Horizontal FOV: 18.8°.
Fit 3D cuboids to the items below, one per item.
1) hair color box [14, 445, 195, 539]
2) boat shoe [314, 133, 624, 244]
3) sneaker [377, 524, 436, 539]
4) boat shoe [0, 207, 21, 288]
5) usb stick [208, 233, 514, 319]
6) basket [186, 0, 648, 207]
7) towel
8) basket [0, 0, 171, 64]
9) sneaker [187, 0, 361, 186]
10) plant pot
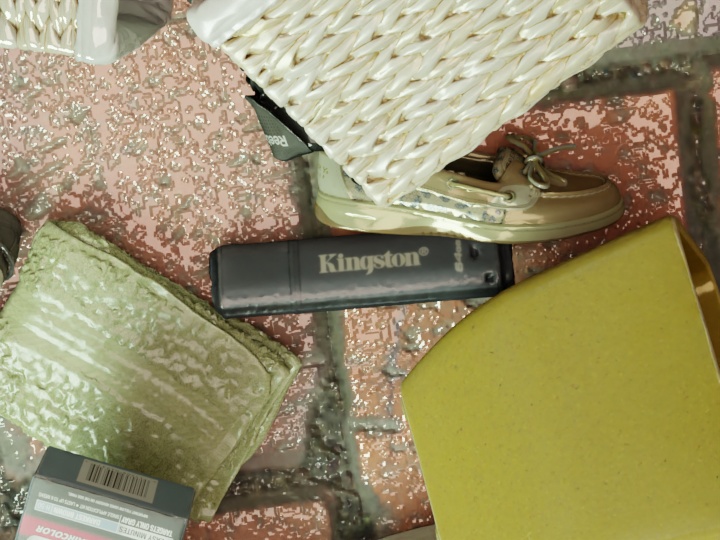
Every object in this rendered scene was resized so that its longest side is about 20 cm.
[{"bbox_3d":[-0.178,0.222,1.352,0.098,0.061,0.201,16,104,-3],"label":"hair color box"},{"bbox_3d":[0.070,-0.057,1.387,0.198,0.073,0.063,1,106,1],"label":"boat shoe"},{"bbox_3d":[0.077,0.244,1.454,0.199,0.081,0.147,-17,97,-2],"label":"sneaker"},{"bbox_3d":[-0.317,-0.036,1.413,0.199,0.057,0.067,19,139,0],"label":"boat shoe"},{"bbox_3d":[0.000,0.000,1.414,0.198,0.056,0.033,-4,143,1],"label":"usb stick"},{"bbox_3d":[0.037,-0.178,1.177,0.200,0.199,0.161,-36,113,23],"label":"basket"},{"bbox_3d":[-0.153,0.069,1.440,0.199,0.037,0.149,31,103,-7],"label":"towel"},{"bbox_3d":[-0.197,-0.236,1.280,0.160,0.200,0.200,5,104,5],"label":"basket"},{"bbox_3d":[-0.043,-0.116,1.324,0.199,0.066,0.091,33,93,-18],"label":"sneaker"},{"bbox_3d":[0.140,0.102,1.345,0.199,0.194,0.197,-19,77,12],"label":"plant pot"}]
